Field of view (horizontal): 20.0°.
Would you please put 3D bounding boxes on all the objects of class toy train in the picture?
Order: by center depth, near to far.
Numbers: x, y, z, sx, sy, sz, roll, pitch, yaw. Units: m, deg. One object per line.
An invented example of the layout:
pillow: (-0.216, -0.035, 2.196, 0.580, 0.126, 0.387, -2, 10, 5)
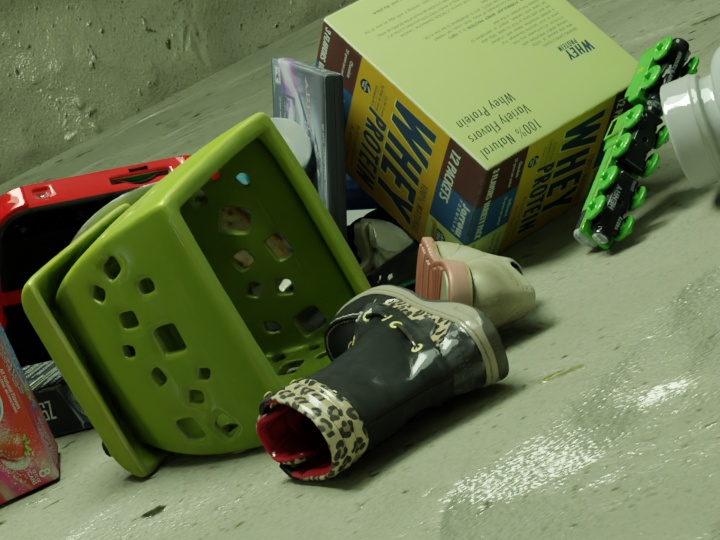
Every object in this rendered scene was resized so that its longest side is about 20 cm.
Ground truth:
toy train: (0.213, -0.100, 1.604, 0.056, 0.042, 0.201, -30, 30, 59)

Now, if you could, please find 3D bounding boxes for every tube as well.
tube: (-0.085, -0.064, 1.710, 0.050, 0.077, 0.200, -50, -2, -24)

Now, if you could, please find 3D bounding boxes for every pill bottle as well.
pill bottle: (0.331, -0.134, 1.530, 0.198, 0.114, 0.113, -19, 13, 18)

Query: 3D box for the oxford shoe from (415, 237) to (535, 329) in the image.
oxford shoe: (0.082, 0.016, 1.527, 0.073, 0.072, 0.200, 1, 10, -7)

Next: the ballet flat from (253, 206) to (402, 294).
ballet flat: (-0.017, -0.004, 1.798, 0.199, 0.067, 0.057, -25, -18, -32)

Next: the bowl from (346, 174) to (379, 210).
bowl: (0.042, -0.083, 1.851, 0.198, 0.040, 0.201, -5, -2, 0)

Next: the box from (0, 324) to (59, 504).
box: (-0.324, 0.087, 1.624, 0.099, 0.202, 0.096, -24, 14, -2)

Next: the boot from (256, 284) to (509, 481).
boot: (-0.007, 0.077, 1.392, 0.150, 0.074, 0.199, -30, 19, -27)

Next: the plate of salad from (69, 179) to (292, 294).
plate of salad: (-0.150, 0.013, 1.680, 0.198, 0.201, 0.048, -24, 41, 0)

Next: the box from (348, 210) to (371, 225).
box: (-0.027, -0.096, 2.071, 0.198, 0.098, 0.124, -19, 13, 22)

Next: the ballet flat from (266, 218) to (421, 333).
ballet flat: (0.000, 0.000, 1.692, 0.199, 0.069, 0.068, -30, 16, -26)

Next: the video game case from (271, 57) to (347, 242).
video game case: (-0.044, -0.098, 1.689, 0.019, 0.145, 0.200, -4, 10, -13)

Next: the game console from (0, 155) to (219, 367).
game console: (-0.208, -0.007, 1.700, 0.198, 0.178, 0.031, -12, 44, -15)

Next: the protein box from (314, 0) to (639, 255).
protein box: (0.094, -0.140, 1.707, 0.198, 0.200, 0.136, -31, -28, -31)

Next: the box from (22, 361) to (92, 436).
box: (-0.238, 0.087, 1.828, 0.159, 0.044, 0.200, -16, 15, 32)

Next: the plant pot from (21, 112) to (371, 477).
plant pot: (-0.125, 0.028, 1.536, 0.180, 0.200, 0.200, -25, 12, 28)
